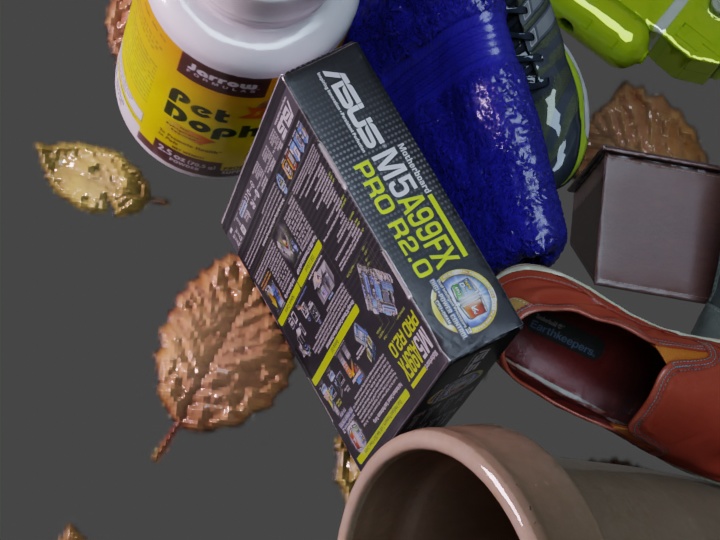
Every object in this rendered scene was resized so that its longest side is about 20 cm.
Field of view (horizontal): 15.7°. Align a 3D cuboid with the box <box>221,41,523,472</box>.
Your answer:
[{"bbox_3d":[0.000,0.000,1.289,0.044,0.200,0.161,-26,77,-19],"label":"box"}]

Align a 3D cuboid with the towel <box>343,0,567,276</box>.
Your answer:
[{"bbox_3d":[0.035,-0.078,1.353,0.049,0.148,0.201,-6,73,-30],"label":"towel"}]

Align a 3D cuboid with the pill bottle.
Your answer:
[{"bbox_3d":[-0.062,-0.129,1.322,0.109,0.200,0.110,4,70,-10],"label":"pill bottle"}]

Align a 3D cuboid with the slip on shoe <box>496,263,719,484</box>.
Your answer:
[{"bbox_3d":[0.148,0.060,1.267,0.199,0.061,0.074,26,109,-4],"label":"slip on shoe"}]

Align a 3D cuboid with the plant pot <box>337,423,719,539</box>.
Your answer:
[{"bbox_3d":[0.108,0.170,1.274,0.174,0.200,0.201,-4,71,-32],"label":"plant pot"}]

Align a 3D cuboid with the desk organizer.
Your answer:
[{"bbox_3d":[0.213,-0.004,1.406,0.199,0.072,0.077,10,71,-8],"label":"desk organizer"}]

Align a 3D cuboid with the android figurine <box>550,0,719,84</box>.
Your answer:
[{"bbox_3d":[0.178,-0.188,1.481,0.200,0.041,0.182,40,68,6],"label":"android figurine"}]

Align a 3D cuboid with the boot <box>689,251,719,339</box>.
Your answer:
[{"bbox_3d":[0.256,0.014,1.343,0.181,0.073,0.201,28,77,-9],"label":"boot"}]

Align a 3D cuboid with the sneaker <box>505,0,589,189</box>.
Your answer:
[{"bbox_3d":[0.071,-0.137,1.402,0.073,0.081,0.201,-17,80,13],"label":"sneaker"}]
